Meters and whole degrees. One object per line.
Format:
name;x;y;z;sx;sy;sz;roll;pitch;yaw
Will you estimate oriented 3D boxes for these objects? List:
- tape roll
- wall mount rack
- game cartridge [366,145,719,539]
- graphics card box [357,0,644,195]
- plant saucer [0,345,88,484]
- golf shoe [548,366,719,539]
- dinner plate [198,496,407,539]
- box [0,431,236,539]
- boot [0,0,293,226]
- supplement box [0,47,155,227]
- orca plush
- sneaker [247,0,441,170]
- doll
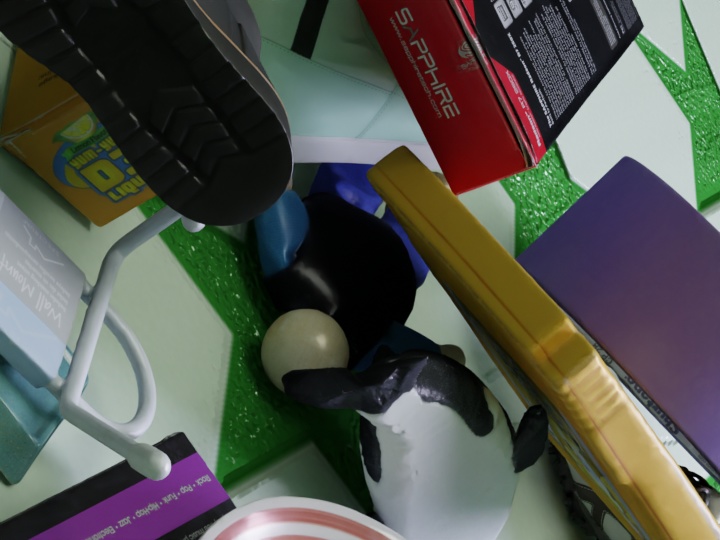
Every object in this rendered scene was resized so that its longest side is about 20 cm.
tape roll;0.180;0.039;1.287;0.200;0.085;0.200;46;1;-1
wall mount rack;-0.122;-0.007;0.856;0.200;0.074;0.174;47;27;-25
game cartridge;0.090;0.052;1.084;0.200;0.032;0.176;51;-1;-40
graphics card box;0.066;-0.131;1.130;0.126;0.051;0.200;62;30;-13
plant saucer;-0.170;-0.017;0.888;0.200;0.019;0.070;54;27;-13
golf shoe;0.160;0.125;1.253;0.078;0.094;0.201;25;42;-48
dinner plate;0.005;0.172;0.861;0.200;0.024;0.201;35;33;-26
box;-0.054;0.164;0.850;0.200;0.036;0.143;53;31;9
boot;-0.097;-0.125;0.910;0.139;0.077;0.200;-98;162;-62
supplement box;-0.102;-0.114;1.050;0.069;0.066;0.201;46;30;-31
orca plush;0.013;0.066;1.051;0.071;0.105;0.200;53;11;30
sneaker;0.018;-0.114;1.137;0.200;0.119;0.074;-4;27;-39
doll;0.000;0.000;1.136;0.137;0.048;0.200;48;29;-10
